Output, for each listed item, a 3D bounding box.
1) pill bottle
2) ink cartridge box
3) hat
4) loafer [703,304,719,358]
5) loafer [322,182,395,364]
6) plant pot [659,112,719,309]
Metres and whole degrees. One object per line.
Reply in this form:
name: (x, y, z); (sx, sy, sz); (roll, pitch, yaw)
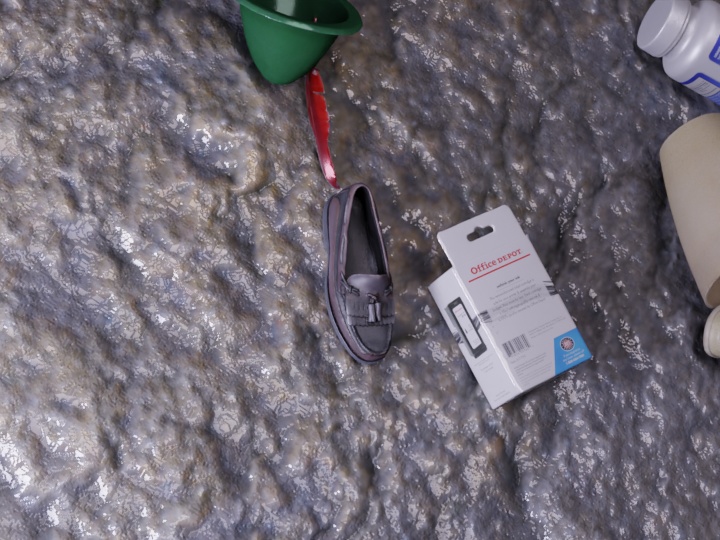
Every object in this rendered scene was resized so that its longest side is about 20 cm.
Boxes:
pill bottle: (0.463, -0.281, 2.077); (0.199, 0.112, 0.113); (26, 60, -14)
ink cartridge box: (0.159, 0.040, 1.819); (0.116, 0.068, 0.201); (-22, 80, -32)
hat: (-0.096, -0.228, 1.839); (0.165, 0.177, 0.200); (8, 28, -20)
loafer: (0.506, 0.072, 1.962); (0.199, 0.068, 0.076); (-7, 102, -29)
loafer: (0.000, 0.000, 1.761); (0.071, 0.063, 0.201); (-1, 69, -26)
plant pot: (0.456, -0.088, 1.968); (0.186, 0.188, 0.201); (-12, 62, -29)
